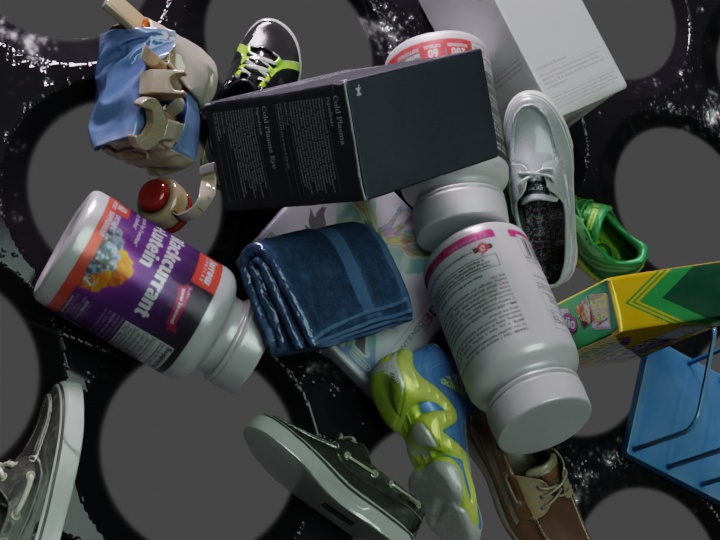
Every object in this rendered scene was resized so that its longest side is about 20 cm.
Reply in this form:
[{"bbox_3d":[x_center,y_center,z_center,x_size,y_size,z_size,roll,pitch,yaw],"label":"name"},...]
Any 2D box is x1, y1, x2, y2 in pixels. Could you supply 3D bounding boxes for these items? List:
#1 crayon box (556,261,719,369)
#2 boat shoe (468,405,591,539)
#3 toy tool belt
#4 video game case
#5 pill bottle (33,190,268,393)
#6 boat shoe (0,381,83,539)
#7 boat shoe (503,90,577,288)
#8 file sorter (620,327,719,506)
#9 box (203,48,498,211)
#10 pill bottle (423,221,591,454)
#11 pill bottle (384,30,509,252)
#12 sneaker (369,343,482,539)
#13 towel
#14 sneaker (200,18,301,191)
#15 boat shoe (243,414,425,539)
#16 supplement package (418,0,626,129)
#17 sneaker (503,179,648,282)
[{"bbox_3d":[0.263,0.052,1.443,0.170,0.200,0.059,-8,76,-29],"label":"crayon box"},{"bbox_3d":[0.169,0.209,1.415,0.075,0.072,0.201,-35,90,-32],"label":"boat shoe"},{"bbox_3d":[-0.203,-0.146,1.308,0.123,0.123,0.203,42,39,-55],"label":"toy tool belt"},{"bbox_3d":[0.000,0.000,1.431,0.200,0.022,0.183,44,59,-7],"label":"video game case"},{"bbox_3d":[-0.179,0.026,1.277,0.199,0.111,0.112,31,61,-15],"label":"pill bottle"},{"bbox_3d":[-0.276,0.185,1.188,0.063,0.071,0.203,17,67,-19],"label":"boat shoe"},{"bbox_3d":[0.186,-0.080,1.454,0.069,0.072,0.204,-8,101,12],"label":"boat shoe"},{"bbox_3d":[0.401,0.160,1.523,0.198,0.123,0.140,27,62,-16],"label":"file sorter"},{"bbox_3d":[-0.007,-0.128,1.316,0.199,0.180,0.106,-21,103,-45],"label":"box"},{"bbox_3d":[0.141,0.064,1.369,0.112,0.114,0.202,0,52,-27],"label":"pill bottle"},{"bbox_3d":[0.090,-0.129,1.458,0.112,0.114,0.203,4,65,-26],"label":"pill bottle"},{"bbox_3d":[0.088,0.161,1.386,0.104,0.075,0.202,-28,99,-39],"label":"sneaker"},{"bbox_3d":[-0.027,0.012,1.328,0.199,0.048,0.113,-13,77,-56],"label":"towel"},{"bbox_3d":[-0.101,-0.169,1.392,0.071,0.083,0.202,15,65,-1],"label":"sneaker"},{"bbox_3d":[-0.023,0.188,1.330,0.200,0.070,0.064,42,59,-18],"label":"boat shoe"},{"bbox_3d":[0.173,-0.247,1.551,0.116,0.117,0.202,-25,86,-31],"label":"supplement package"},{"bbox_3d":[0.226,-0.059,1.531,0.198,0.083,0.075,30,62,-14],"label":"sneaker"}]
